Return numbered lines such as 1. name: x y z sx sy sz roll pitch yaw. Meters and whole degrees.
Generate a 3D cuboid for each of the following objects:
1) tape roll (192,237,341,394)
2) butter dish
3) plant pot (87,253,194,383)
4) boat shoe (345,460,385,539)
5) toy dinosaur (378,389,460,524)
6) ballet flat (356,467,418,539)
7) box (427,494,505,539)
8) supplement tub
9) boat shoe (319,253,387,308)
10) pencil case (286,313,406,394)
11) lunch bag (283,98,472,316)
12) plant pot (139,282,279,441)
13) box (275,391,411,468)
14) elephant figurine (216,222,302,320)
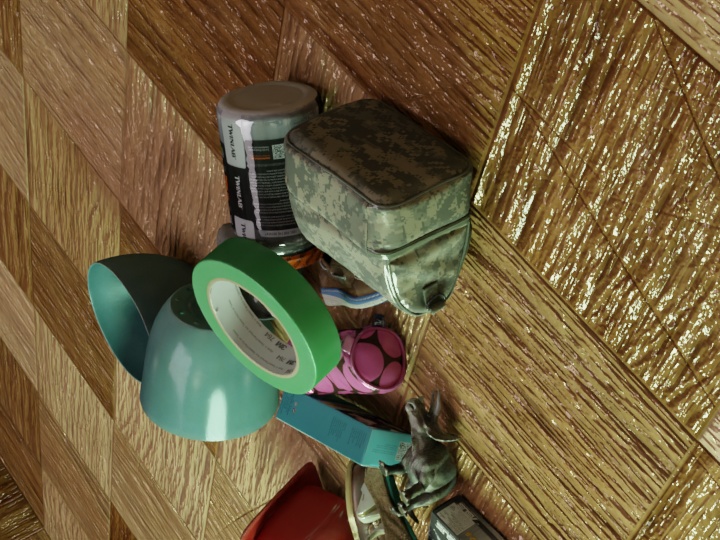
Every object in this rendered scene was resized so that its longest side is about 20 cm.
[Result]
1. tape roll: -0.112 0.055 1.529 0.200 0.048 0.201 34 149 24
2. butter dish: -0.054 0.406 1.832 0.147 0.200 0.200 4 118 31
3. plant pot: -0.309 0.055 1.981 0.200 0.134 0.201 38 142 39
4. boat shoe: 0.026 0.349 1.747 0.070 0.070 0.201 -4 105 20
5. toy dinosaur: 0.081 0.247 1.549 0.077 0.102 0.200 42 154 47
6. ballet flat: 0.030 0.317 1.642 0.071 0.065 0.200 63 -177 -47
7. box: 0.159 0.393 1.575 0.200 0.048 0.159 43 144 33
8. supplement tub: -0.097 -0.109 1.507 0.122 0.122 0.201 27 130 47
9. boat shoe: 0.000 0.000 1.498 0.200 0.072 0.073 -8 105 60
10. pencil case: -0.026 0.109 1.609 0.200 0.093 0.091 -16 61 59
11. lunch bag: 0.017 -0.061 1.351 0.200 0.139 0.168 38 141 40
12. plant pot: -0.207 0.113 1.810 0.200 0.200 0.161 38 134 38
13. box: -0.020 0.201 1.669 0.200 0.082 0.049 19 93 52
14. elephant figurine: -0.136 0.021 1.710 0.141 0.156 0.200 15 155 -2
